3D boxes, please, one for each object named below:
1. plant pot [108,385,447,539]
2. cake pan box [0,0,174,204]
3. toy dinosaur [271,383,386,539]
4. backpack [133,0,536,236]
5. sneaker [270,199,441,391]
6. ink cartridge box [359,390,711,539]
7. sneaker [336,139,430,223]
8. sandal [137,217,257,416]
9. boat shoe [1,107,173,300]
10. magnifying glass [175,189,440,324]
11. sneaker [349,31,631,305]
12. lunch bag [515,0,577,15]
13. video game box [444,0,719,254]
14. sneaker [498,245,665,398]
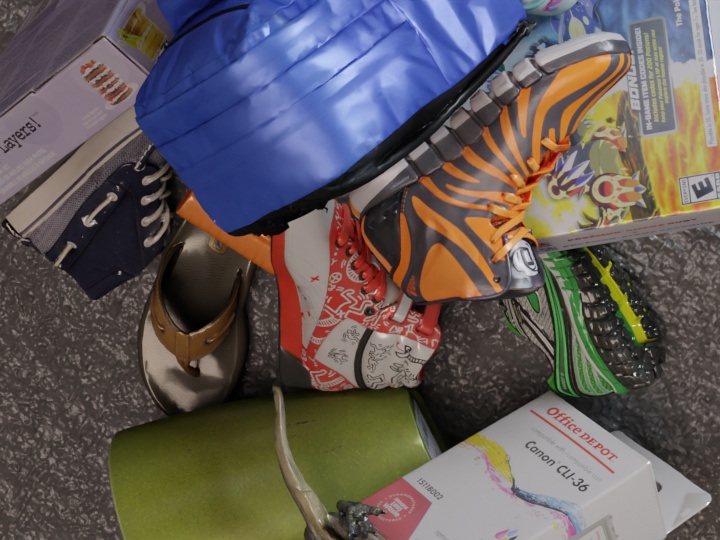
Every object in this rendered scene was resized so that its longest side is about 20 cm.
[{"bbox_3d":[-0.040,0.157,1.525,0.200,0.187,0.187,-23,103,9],"label":"plant pot"},{"bbox_3d":[-0.174,-0.140,1.414,0.052,0.184,0.200,43,129,-18],"label":"cake pan box"},{"bbox_3d":[-0.013,0.172,1.411,0.047,0.088,0.200,-26,111,-16],"label":"toy dinosaur"},{"bbox_3d":[-0.037,-0.123,1.285,0.168,0.200,0.162,49,142,-9],"label":"backpack"},{"bbox_3d":[0.000,0.000,1.446,0.108,0.067,0.202,3,133,5],"label":"sneaker"},{"bbox_3d":[0.112,0.150,1.439,0.200,0.116,0.068,-29,125,-19],"label":"ink cartridge box"},{"bbox_3d":[-0.032,-0.112,1.454,0.200,0.079,0.078,41,136,-11],"label":"sneaker"},{"bbox_3d":[-0.107,0.019,1.547,0.082,0.055,0.200,25,115,6],"label":"sandal"},{"bbox_3d":[-0.149,-0.062,1.526,0.093,0.075,0.200,45,125,-11],"label":"boat shoe"},{"bbox_3d":[-0.034,0.005,1.513,0.200,0.022,0.080,34,115,-12],"label":"magnifying glass"},{"bbox_3d":[0.096,-0.048,1.323,0.200,0.078,0.112,-37,73,25],"label":"sneaker"},{"bbox_3d":[0.091,-0.259,1.335,0.160,0.077,0.200,26,105,25],"label":"lunch bag"},{"bbox_3d":[0.134,-0.115,1.376,0.182,0.047,0.200,-11,77,23],"label":"video game box"},{"bbox_3d":[0.115,-0.002,1.459,0.085,0.078,0.200,-23,98,33],"label":"sneaker"}]
